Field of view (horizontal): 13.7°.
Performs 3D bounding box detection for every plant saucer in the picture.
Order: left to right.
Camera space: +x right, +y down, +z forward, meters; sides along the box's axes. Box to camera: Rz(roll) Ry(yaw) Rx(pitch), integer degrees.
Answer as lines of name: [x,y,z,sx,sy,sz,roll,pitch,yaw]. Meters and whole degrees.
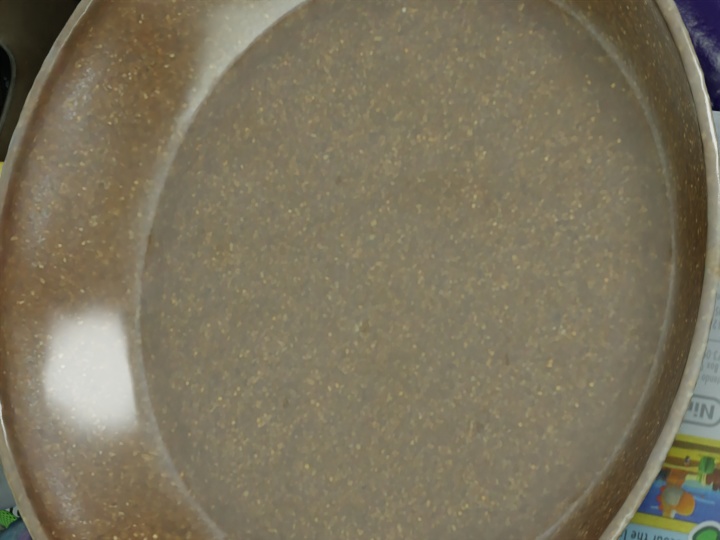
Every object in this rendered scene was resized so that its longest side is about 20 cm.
plant saucer: [0.000,0.000,0.680,0.200,0.037,0.201,-7,77,33]

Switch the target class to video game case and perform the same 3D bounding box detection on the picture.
video game case: [0.011,0.047,0.699,0.200,0.023,0.182,8,85,35]

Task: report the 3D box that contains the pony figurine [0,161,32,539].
pony figurine: [-0.142,0.060,0.783,0.166,0.200,0.193,-6,94,59]

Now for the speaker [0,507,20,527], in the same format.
speaker: [-0.079,0.047,0.905,0.200,0.088,0.089,31,131,13]

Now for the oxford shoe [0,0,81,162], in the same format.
oxford shoe: [-0.110,-0.108,0.828,0.073,0.084,0.200,9,121,31]

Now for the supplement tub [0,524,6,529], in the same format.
supplement tub: [-0.190,0.127,0.949,0.145,0.200,0.146,16,126,24]

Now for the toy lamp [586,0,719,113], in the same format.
toy lamp: [0.044,-0.125,0.694,0.058,0.058,0.200,-45,70,42]
